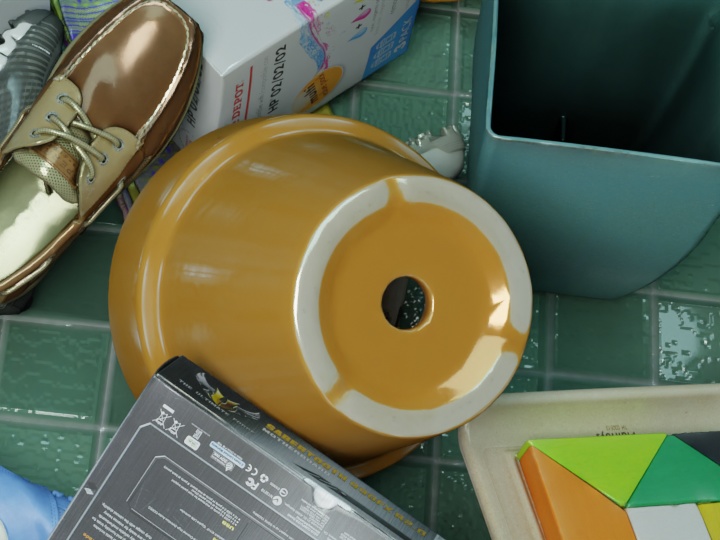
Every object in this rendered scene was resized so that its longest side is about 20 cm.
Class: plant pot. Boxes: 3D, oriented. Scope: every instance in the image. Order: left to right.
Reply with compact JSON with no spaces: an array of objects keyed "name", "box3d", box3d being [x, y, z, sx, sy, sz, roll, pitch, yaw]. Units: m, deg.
[{"name":"plant pot","box3d":[-0.007,0.016,1.071,0.200,0.183,0.200,0,90,-23]},{"name":"plant pot","box3d":[0.126,-0.073,1.186,0.141,0.200,0.141,7,61,-4]}]

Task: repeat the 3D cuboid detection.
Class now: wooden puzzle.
[{"name":"wooden puzzle","box3d":[0.159,0.148,1.086,0.185,0.037,0.200,-1,58,-25]}]

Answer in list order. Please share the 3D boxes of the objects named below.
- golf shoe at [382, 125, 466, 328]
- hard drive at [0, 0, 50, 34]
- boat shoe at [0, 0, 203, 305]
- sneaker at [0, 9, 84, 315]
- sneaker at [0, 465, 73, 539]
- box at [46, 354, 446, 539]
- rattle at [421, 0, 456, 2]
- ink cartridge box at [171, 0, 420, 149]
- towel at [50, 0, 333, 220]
[{"name":"golf shoe","box3d":[0.000,0.000,1.214,0.200,0.078,0.097,-41,91,-20]},{"name":"hard drive","box3d":[-0.267,-0.132,1.201,0.200,0.132,0.026,-32,69,-23]},{"name":"boat shoe","box3d":[-0.153,-0.057,1.112,0.076,0.074,0.200,35,97,-8]},{"name":"sneaker","box3d":[-0.193,-0.057,1.212,0.090,0.066,0.200,18,64,-1]},{"name":"sneaker","box3d":[-0.134,0.139,1.100,0.111,0.077,0.200,-39,77,-19]},{"name":"box","box3d":[-0.052,0.162,1.006,0.200,0.048,0.158,34,104,5]},{"name":"rattle","box3d":[0.105,-0.231,1.270,0.143,0.200,0.130,36,62,12]},{"name":"ink cartridge box","box3d":[-0.059,-0.131,1.215,0.200,0.115,0.068,-35,71,-23]},{"name":"towel","box3d":[-0.099,-0.118,1.281,0.144,0.023,0.200,-15,65,-15]}]
